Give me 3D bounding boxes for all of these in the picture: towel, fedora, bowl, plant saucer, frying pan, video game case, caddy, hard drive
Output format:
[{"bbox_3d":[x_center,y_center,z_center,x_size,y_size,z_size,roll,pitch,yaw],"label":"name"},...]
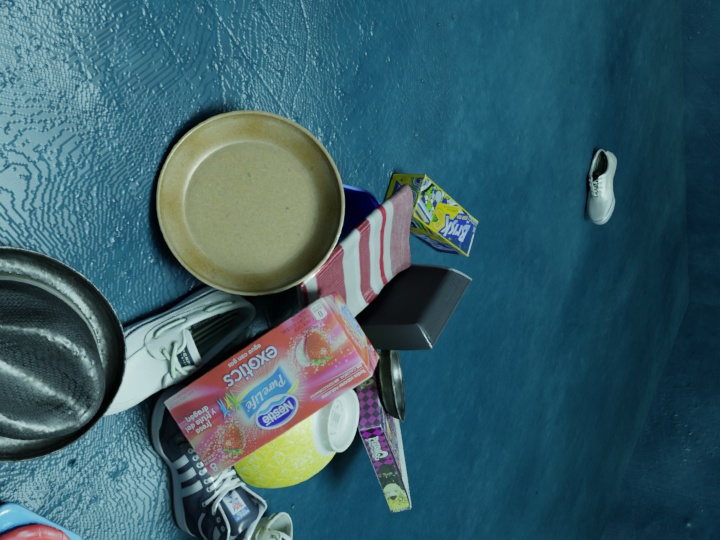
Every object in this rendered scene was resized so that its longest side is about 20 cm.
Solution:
[{"bbox_3d":[0.000,0.000,0.780,0.200,0.023,0.144,-44,150,-29],"label":"towel"},{"bbox_3d":[-0.279,0.075,0.510,0.200,0.091,0.201,-5,98,-39],"label":"fedora"},{"bbox_3d":[-0.066,0.183,0.800,0.200,0.107,0.201,-13,104,-62],"label":"bowl"},{"bbox_3d":[-0.118,-0.072,0.687,0.200,0.035,0.201,1,86,-12],"label":"plant saucer"},{"bbox_3d":[0.042,0.116,0.879,0.115,0.031,0.191,37,45,-77],"label":"frying pan"},{"bbox_3d":[0.030,0.218,0.927,0.200,0.036,0.182,-96,170,-56],"label":"video game case"},{"bbox_3d":[-0.042,-0.041,0.804,0.200,0.105,0.142,5,96,-52],"label":"caddy"},{"bbox_3d":[0.044,0.047,0.870,0.042,0.200,0.135,52,58,-27],"label":"hard drive"}]

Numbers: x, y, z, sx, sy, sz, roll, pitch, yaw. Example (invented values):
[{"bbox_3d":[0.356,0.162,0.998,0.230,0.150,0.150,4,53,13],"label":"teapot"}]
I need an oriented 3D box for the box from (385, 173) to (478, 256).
[{"bbox_3d":[0.119,-0.087,1.034,0.200,0.064,0.070,28,77,-51],"label":"box"}]

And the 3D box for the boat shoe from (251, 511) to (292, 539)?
[{"bbox_3d":[-0.115,0.341,0.758,0.067,0.200,0.074,-31,97,-5],"label":"boat shoe"}]

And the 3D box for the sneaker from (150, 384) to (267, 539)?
[{"bbox_3d":[-0.169,0.228,0.710,0.070,0.108,0.201,-28,120,-46],"label":"sneaker"}]

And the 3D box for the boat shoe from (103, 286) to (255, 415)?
[{"bbox_3d":[-0.196,0.079,0.659,0.200,0.067,0.074,-45,131,-36],"label":"boat shoe"}]

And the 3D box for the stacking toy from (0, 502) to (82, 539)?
[{"bbox_3d":[-0.262,0.297,0.533,0.110,0.200,0.116,-57,138,-25],"label":"stacking toy"}]

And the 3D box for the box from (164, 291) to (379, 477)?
[{"bbox_3d":[-0.089,0.116,0.670,0.095,0.200,0.103,57,6,2],"label":"box"}]

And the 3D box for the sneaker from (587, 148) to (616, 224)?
[{"bbox_3d":[0.627,-0.223,1.655,0.071,0.073,0.201,17,76,-43],"label":"sneaker"}]
